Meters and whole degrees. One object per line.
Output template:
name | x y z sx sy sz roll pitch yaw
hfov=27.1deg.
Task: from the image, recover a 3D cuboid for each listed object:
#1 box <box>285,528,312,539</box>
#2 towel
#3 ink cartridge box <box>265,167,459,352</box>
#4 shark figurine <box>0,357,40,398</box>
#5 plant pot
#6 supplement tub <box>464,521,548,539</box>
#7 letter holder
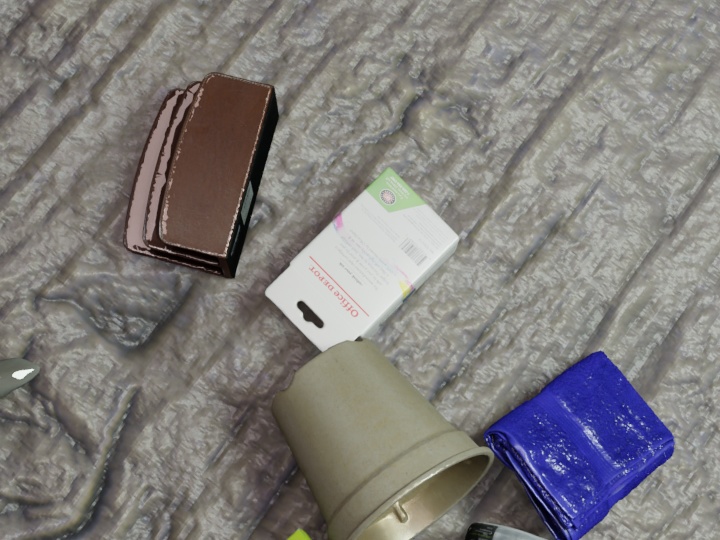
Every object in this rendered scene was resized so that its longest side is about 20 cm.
box | -0.004 0.363 1.511 0.048 0.122 0.200 -39 53 -7
towel | 0.240 0.182 1.591 0.199 0.050 0.148 -30 80 -39
ink cartridge box | 0.000 0.000 1.657 0.200 0.067 0.117 -44 83 -11
shark figurine | -0.444 0.177 1.595 0.127 0.090 0.216 19 76 4
plant pot | 0.008 0.181 1.570 0.200 0.201 0.184 -34 69 -9
supplement tub | 0.144 0.373 1.552 0.122 0.123 0.202 17 78 2
letter holder | -0.185 -0.113 1.661 0.141 0.101 0.202 14 77 3
